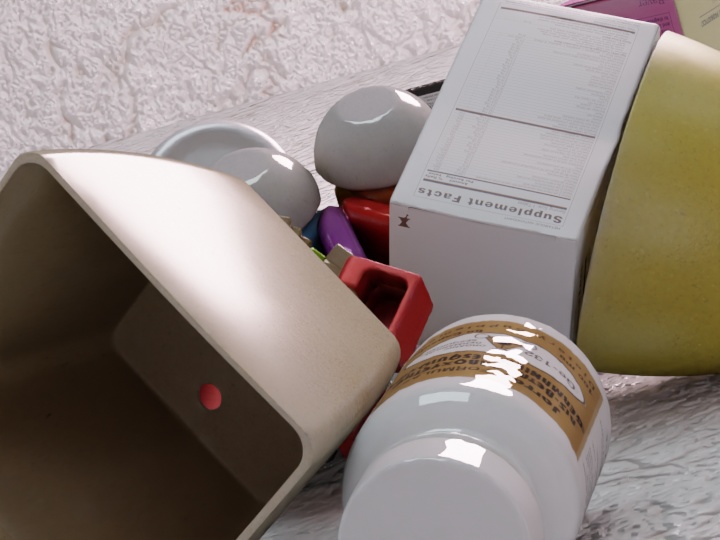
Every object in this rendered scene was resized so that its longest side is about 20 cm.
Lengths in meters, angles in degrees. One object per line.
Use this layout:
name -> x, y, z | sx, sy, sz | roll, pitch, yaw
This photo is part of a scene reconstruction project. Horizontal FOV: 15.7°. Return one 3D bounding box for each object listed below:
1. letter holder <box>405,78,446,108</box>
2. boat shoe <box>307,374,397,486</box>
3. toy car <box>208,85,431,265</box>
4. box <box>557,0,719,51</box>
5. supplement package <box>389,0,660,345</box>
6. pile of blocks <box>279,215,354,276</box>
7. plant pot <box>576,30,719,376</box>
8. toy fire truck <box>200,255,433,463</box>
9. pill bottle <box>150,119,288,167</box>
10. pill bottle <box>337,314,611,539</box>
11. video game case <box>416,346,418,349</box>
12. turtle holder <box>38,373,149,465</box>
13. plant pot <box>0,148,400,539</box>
letter holder -> 0.078, -0.062, 1.898 | 0.200, 0.101, 0.142 | -17, -30, -24
boat shoe -> -0.056, 0.098, 1.539 | 0.199, 0.071, 0.069 | -16, 12, 10
toy car -> 0.000, 0.000, 1.623 | 0.200, 0.175, 0.150 | -27, 38, -11
box -> 0.234, -0.117, 1.836 | 0.096, 0.201, 0.176 | -11, 13, 32
supplement package -> 0.095, -0.052, 1.515 | 0.113, 0.110, 0.200 | 12, 45, 13
pile of blocks -> -0.072, 0.013, 1.545 | 0.199, 0.082, 0.062 | 11, -21, 15
plant pot -> 0.217, -0.022, 1.486 | 0.142, 0.201, 0.200 | 16, 18, 10
toy fire truck -> -0.049, 0.046, 1.444 | 0.199, 0.141, 0.049 | 8, 55, 24
pill bottle -> -0.098, -0.016, 1.883 | 0.115, 0.116, 0.200 | -18, -22, -8
pill bottle -> 0.052, 0.099, 1.238 | 0.114, 0.115, 0.200 | -14, 11, 15
video game case -> 0.077, 0.041, 1.749 | 0.180, 0.026, 0.200 | -9, 14, 35
turtle holder -> -0.170, 0.124, 1.459 | 0.131, 0.141, 0.186 | -21, -25, -25
plant pot -> -0.097, 0.059, 1.301 | 0.200, 0.200, 0.177 | -51, -14, 29
